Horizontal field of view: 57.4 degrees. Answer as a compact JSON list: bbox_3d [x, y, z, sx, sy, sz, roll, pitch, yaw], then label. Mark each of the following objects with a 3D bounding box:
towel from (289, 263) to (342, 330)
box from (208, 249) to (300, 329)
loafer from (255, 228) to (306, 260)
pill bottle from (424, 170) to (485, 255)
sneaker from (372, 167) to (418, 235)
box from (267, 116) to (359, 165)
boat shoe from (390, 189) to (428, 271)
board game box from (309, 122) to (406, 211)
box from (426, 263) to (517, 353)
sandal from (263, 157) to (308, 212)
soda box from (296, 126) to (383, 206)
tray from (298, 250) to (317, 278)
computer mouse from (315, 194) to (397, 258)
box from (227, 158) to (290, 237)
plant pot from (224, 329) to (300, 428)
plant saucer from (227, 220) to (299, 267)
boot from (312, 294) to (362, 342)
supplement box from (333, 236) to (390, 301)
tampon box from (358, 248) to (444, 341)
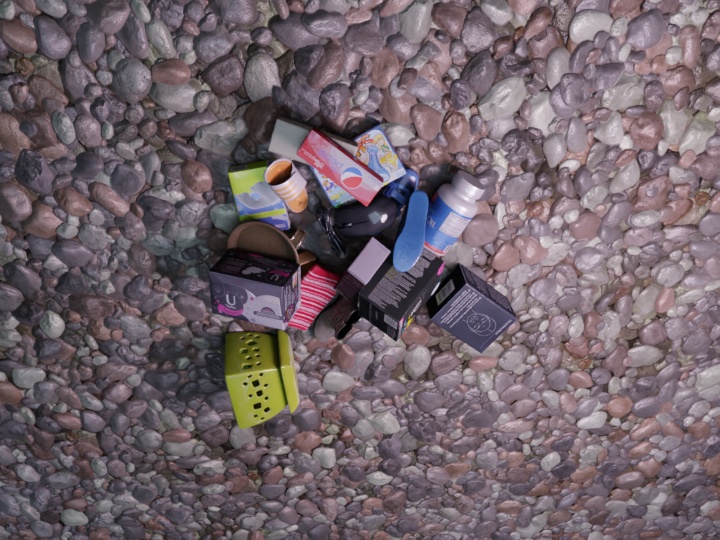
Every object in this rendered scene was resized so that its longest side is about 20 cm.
[{"bbox_3d":[-0.135,0.075,1.759,0.200,0.023,0.144,-49,142,13],"label":"towel"},{"bbox_3d":[-0.258,0.048,1.615,0.198,0.115,0.133,12,123,15],"label":"box"},{"bbox_3d":[-0.227,-0.056,1.687,0.199,0.076,0.068,-30,112,20],"label":"loafer"},{"bbox_3d":[0.222,-0.146,1.649,0.112,0.113,0.201,24,116,-18],"label":"pill bottle"},{"bbox_3d":[0.077,-0.166,1.644,0.074,0.082,0.200,32,112,-20],"label":"sneaker"},{"bbox_3d":[-0.108,-0.288,1.535,0.198,0.068,0.083,20,109,-2],"label":"box"},{"bbox_3d":[0.128,-0.093,1.609,0.083,0.069,0.202,20,88,-6],"label":"boat shoe"},{"bbox_3d":[-0.006,-0.250,1.598,0.199,0.035,0.136,-28,107,13],"label":"board game box"},{"bbox_3d":[0.304,0.106,1.813,0.199,0.107,0.149,34,113,-21],"label":"box"},{"bbox_3d":[-0.159,-0.194,1.573,0.079,0.059,0.207,-46,150,-5],"label":"sandal"},{"bbox_3d":[-0.044,-0.234,1.479,0.199,0.063,0.070,35,107,-9],"label":"soda box"},{"bbox_3d":[-0.194,0.042,1.742,0.037,0.098,0.201,38,116,15],"label":"tray"},{"bbox_3d":[-0.004,-0.115,1.599,0.198,0.053,0.139,-20,109,17],"label":"computer mouse"},{"bbox_3d":[-0.249,-0.169,1.637,0.121,0.048,0.202,-10,122,-1],"label":"box"},{"bbox_3d":[-0.271,0.292,1.839,0.180,0.200,0.202,-9,122,-5],"label":"plant pot"},{"bbox_3d":[-0.240,-0.037,1.645,0.198,0.030,0.202,10,123,16],"label":"plant saucer"},{"bbox_3d":[-0.068,0.148,1.797,0.067,0.131,0.200,29,116,-20],"label":"boot"},{"bbox_3d":[0.000,0.000,1.658,0.061,0.200,0.109,38,70,-1],"label":"supplement box"},{"bbox_3d":[0.103,0.048,1.668,0.126,0.200,0.150,34,160,15],"label":"tampon box"}]
